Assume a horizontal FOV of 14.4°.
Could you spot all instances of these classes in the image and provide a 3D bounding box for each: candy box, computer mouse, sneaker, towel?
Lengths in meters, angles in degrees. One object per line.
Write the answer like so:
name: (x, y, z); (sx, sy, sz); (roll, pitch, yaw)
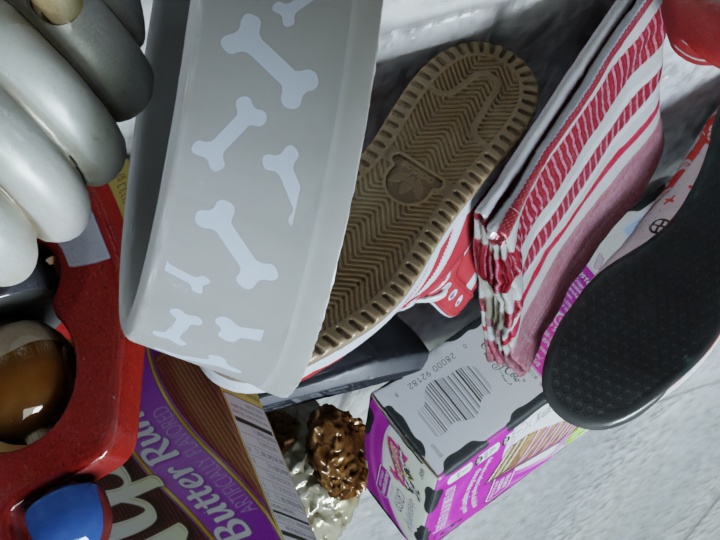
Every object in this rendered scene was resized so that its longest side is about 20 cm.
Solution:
candy box: (-0.101, 0.070, 1.185); (0.116, 0.201, 0.056); (-27, 160, 12)
computer mouse: (-0.067, 0.046, 1.385); (0.199, 0.053, 0.139); (-14, 174, -4)
candy box: (0.096, 0.053, 1.500); (0.200, 0.061, 0.136); (-36, 164, -15)
sneaker: (0.158, 0.002, 1.394); (0.202, 0.067, 0.108); (-56, 170, -11)
towel: (0.098, -0.041, 1.279); (0.144, 0.023, 0.200); (-57, 166, -13)
sneaker: (0.000, 0.000, 1.209); (0.200, 0.071, 0.113); (-45, 164, -28)

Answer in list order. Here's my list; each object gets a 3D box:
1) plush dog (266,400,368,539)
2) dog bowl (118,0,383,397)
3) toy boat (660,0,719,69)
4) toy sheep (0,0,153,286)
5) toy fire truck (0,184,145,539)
plush dog: (-0.064, 0.135, 1.462); (0.172, 0.161, 0.200); (-47, -160, -22)
dog bowl: (-0.039, -0.060, 0.942); (0.058, 0.201, 0.200); (8, 154, -8)
toy boat: (0.190, -0.082, 1.142); (0.130, 0.131, 0.200); (-7, 180, 5)
toy sheep: (-0.132, -0.061, 0.923); (0.200, 0.138, 0.138); (-44, 162, -7)
toy fire truck: (-0.166, 0.054, 1.117); (0.199, 0.169, 0.112); (-28, 161, 13)
